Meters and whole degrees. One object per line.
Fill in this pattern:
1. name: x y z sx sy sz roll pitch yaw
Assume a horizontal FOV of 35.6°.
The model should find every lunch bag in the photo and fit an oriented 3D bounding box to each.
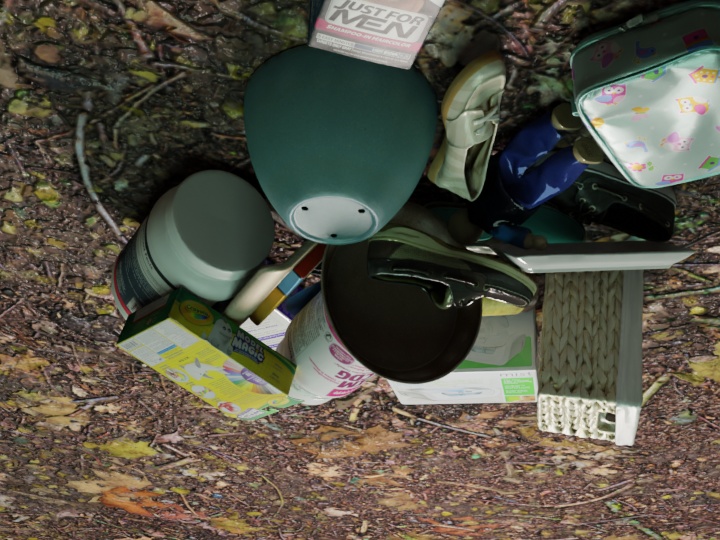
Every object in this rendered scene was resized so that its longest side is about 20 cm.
1. lunch bag: 0.286 -0.160 1.045 0.159 0.078 0.200 -13 147 29

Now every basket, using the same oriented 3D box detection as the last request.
1. basket: 0.282 0.097 1.382 0.122 0.202 0.136 3 152 11

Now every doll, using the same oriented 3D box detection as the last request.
1. doll: 0.160 -0.083 1.168 0.048 0.137 0.200 -23 169 -47

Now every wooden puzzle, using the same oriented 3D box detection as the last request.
1. wooden puzzle: -0.066 -0.007 1.268 0.037 0.200 0.185 48 143 2

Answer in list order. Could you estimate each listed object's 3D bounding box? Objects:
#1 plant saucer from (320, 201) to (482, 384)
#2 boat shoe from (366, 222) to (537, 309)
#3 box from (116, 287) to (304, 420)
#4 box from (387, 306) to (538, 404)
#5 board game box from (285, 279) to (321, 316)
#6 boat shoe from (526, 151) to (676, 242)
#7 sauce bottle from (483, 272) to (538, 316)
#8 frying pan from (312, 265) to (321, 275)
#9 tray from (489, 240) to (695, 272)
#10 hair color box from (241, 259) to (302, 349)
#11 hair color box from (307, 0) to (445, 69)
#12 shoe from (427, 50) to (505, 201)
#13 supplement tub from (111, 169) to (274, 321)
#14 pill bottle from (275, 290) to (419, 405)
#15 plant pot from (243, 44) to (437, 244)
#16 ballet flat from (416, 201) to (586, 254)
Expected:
1. plant saucer: 0.040 0.024 1.205 0.198 0.203 0.034 18 157 -24
2. boat shoe: 0.093 0.010 1.184 0.198 0.066 0.073 19 165 -16
3. box: -0.163 0.103 1.274 0.199 0.049 0.117 39 140 -26
4. box: 0.139 0.112 1.503 0.197 0.098 0.177 -2 161 9
5. board game box: 0.000 0.000 1.339 0.199 0.039 0.157 -28 159 29
6. boat shoe: 0.255 -0.078 1.213 0.197 0.057 0.069 12 150 -15
7. sauce bottle: 0.123 0.025 1.347 0.198 0.066 0.065 -2 157 -33
8. frying pan: 0.023 0.004 1.417 0.188 0.031 0.115 14 148 -24
9. tray: 0.245 -0.015 1.205 0.197 0.023 0.107 -2 -172 -10
10. hair color box: -0.126 0.057 1.488 0.108 0.066 0.200 -13 145 26
11. hair color box: 0.027 -0.257 0.917 0.099 0.061 0.200 10 149 -12
12. shoe: 0.113 -0.137 1.097 0.070 0.053 0.201 -34 160 -22
13. supplement tub: -0.194 -0.014 1.288 0.139 0.142 0.200 17 148 -24
14. pill bottle: -0.022 0.079 1.297 0.112 0.115 0.200 15 150 -20
15. plant pot: -0.023 -0.107 1.111 0.197 0.136 0.201 2 150 1
16. ballet flat: 0.158 -0.049 1.287 0.197 0.068 0.064 5 178 -2
